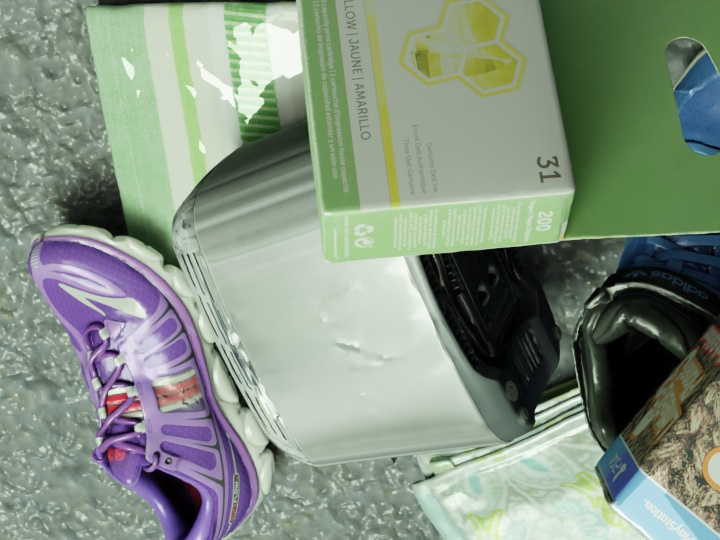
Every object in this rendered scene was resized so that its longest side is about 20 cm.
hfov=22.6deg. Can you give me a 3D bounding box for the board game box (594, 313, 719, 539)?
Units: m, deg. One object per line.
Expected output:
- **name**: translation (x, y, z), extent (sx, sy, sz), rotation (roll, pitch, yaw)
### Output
- **board game box**: translation (0.218, 0.060, 0.715), extent (0.159, 0.097, 0.200), rotation (39, 95, 2)

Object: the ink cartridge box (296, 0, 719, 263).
- **ink cartridge box**: translation (0.075, -0.081, 0.761), extent (0.199, 0.146, 0.048), rotation (-5, 151, -3)

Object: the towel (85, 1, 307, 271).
- **towel**: translation (-0.030, -0.064, 0.899), extent (0.199, 0.023, 0.153), rotation (1, 118, 15)

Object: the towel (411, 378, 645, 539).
- **towel**: translation (0.141, 0.144, 0.955), extent (0.171, 0.048, 0.200), rotation (-24, 110, 25)

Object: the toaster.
- **toaster**: translation (0.000, 0.000, 0.847), extent (0.129, 0.114, 0.201), rotation (-17, 111, 25)

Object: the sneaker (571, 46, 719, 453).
- **sneaker**: translation (0.151, -0.006, 0.812), extent (0.076, 0.111, 0.201), rotation (20, 105, 10)

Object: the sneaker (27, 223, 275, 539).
- **sneaker**: translation (-0.114, 0.065, 0.943), extent (0.080, 0.083, 0.200), rotation (-11, 117, 40)
